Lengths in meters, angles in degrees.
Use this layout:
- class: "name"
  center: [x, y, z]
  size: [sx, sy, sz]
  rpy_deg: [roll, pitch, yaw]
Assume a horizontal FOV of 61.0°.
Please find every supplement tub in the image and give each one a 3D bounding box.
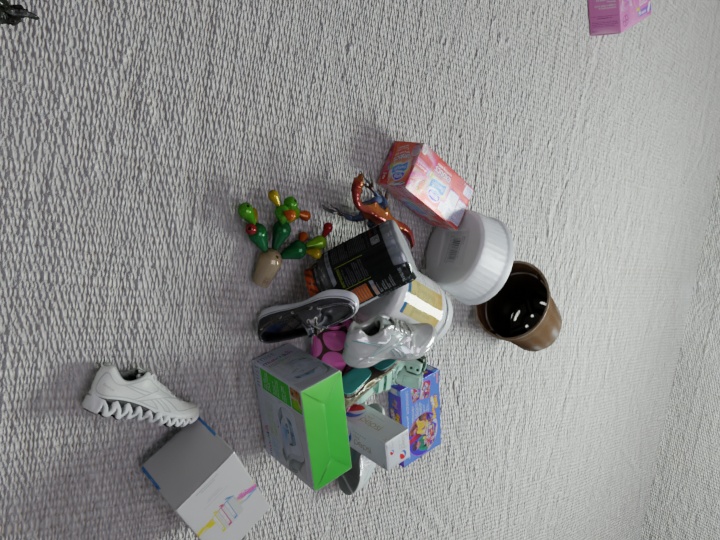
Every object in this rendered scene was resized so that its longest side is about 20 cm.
- class: "supplement tub"
  center: [0.092, 0.069, 1.290]
  size: [0.198, 0.143, 0.148]
  rpy_deg: [28, 83, -42]
- class: "supplement tub"
  center: [0.000, 0.000, 1.154]
  size: [0.195, 0.124, 0.124]
  rpy_deg: [-25, 124, 9]

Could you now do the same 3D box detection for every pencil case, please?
- class: "pencil case"
  center: [-0.061, 0.188, 1.223]
  size: [0.091, 0.090, 0.207]
  rpy_deg: [-10, 110, -31]

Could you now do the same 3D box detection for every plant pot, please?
- class: "plant pot"
  center: [0.420, 0.107, 1.577]
  size: [0.197, 0.197, 0.205]
  rpy_deg: [33, 80, -49]

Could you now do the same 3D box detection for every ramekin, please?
- class: "ramekin"
  center: [0.236, -0.036, 1.363]
  size: [0.096, 0.199, 0.206]
  rpy_deg: [21, 88, -34]

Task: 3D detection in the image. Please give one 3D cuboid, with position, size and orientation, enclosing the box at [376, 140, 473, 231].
- class: "box"
  center: [0.140, -0.178, 1.303]
  size: [0.198, 0.093, 0.105]
  rpy_deg: [30, 81, -42]

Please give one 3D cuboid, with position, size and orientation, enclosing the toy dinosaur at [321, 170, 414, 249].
- class: "toy dinosaur"
  center: [0.033, -0.126, 1.180]
  size: [0.181, 0.195, 0.108]
  rpy_deg: [-41, 157, -83]

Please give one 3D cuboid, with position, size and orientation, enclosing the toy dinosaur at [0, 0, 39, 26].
- class: "toy dinosaur"
  center: [-0.439, -0.348, 0.704]
  size: [0.199, 0.136, 0.103]
  rpy_deg: [41, 90, 2]

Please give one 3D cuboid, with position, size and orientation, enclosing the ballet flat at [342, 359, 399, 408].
- class: "ballet flat"
  center: [0.015, 0.204, 1.214]
  size: [0.198, 0.067, 0.077]
  rpy_deg: [-36, 153, -35]

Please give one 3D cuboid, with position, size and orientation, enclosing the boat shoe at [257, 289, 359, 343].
- class: "boat shoe"
  center: [-0.097, 0.090, 1.098]
  size: [0.067, 0.193, 0.071]
  rpy_deg: [-87, 165, -52]

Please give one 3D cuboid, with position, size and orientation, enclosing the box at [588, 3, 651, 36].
- class: "box"
  center: [0.699, -0.768, 1.653]
  size: [0.174, 0.095, 0.205]
  rpy_deg: [-33, 121, -31]

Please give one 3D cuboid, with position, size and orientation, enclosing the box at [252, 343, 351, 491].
- class: "box"
  center: [-0.109, 0.265, 1.138]
  size: [0.095, 0.174, 0.207]
  rpy_deg: [-20, 114, -36]

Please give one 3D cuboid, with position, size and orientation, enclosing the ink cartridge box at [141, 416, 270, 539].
- class: "ink cartridge box"
  center: [-0.258, 0.383, 1.056]
  size: [0.125, 0.127, 0.204]
  rpy_deg: [-41, 134, -25]

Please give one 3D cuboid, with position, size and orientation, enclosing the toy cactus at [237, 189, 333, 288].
- class: "toy cactus"
  center: [-0.141, -0.048, 1.096]
  size: [0.198, 0.101, 0.169]
  rpy_deg: [17, 99, -51]

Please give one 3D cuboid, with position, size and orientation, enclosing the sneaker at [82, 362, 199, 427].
- class: "sneaker"
  center: [-0.341, 0.203, 0.989]
  size: [0.198, 0.074, 0.084]
  rpy_deg: [26, 73, -45]

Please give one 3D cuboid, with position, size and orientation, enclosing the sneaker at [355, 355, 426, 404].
- class: "sneaker"
  center: [0.068, 0.226, 1.292]
  size: [0.200, 0.116, 0.076]
  rpy_deg: [-40, 143, -46]

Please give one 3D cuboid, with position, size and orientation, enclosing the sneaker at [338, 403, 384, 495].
- class: "sneaker"
  center: [0.010, 0.393, 1.362]
  size: [0.080, 0.069, 0.206]
  rpy_deg: [18, 91, -58]

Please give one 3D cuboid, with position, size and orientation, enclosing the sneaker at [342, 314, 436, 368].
- class: "sneaker"
  center: [0.061, 0.126, 1.159]
  size: [0.194, 0.071, 0.082]
  rpy_deg: [-9, 123, -22]

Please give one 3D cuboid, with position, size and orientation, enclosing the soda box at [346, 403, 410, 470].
- class: "soda box"
  center: [0.011, 0.325, 1.245]
  size: [0.067, 0.197, 0.066]
  rpy_deg: [-20, 113, -35]

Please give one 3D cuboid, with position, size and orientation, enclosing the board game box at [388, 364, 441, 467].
- class: "board game box"
  center: [0.131, 0.346, 1.464]
  size: [0.132, 0.044, 0.207]
  rpy_deg: [-18, 113, -38]
